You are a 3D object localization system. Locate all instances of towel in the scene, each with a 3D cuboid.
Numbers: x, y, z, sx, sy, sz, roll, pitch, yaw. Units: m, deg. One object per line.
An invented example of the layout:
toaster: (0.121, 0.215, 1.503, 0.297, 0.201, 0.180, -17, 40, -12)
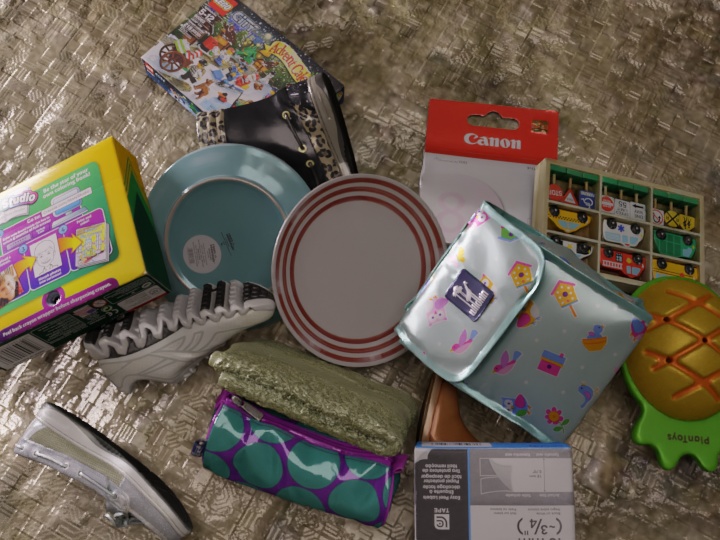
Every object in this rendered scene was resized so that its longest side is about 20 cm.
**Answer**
towel: (-0.041, 0.117, 0.914, 0.199, 0.148, 0.037, 23, 99, 7)

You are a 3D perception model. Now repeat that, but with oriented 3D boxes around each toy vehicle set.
toy vehicle set: (0.282, -0.042, 1.013, 0.199, 0.027, 0.125, 11, 70, -14)

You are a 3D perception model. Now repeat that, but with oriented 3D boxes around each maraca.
maraca: (0.328, 0.103, 0.948, 0.137, 0.107, 0.201, 3, 73, -5)

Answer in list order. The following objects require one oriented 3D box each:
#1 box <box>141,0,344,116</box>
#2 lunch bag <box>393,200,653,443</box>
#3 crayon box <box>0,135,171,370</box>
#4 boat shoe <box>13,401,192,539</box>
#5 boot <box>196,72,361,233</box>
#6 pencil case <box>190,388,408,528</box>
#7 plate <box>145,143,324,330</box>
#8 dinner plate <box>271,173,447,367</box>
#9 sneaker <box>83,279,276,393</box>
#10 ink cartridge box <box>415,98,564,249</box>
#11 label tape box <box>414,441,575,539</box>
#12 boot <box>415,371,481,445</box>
box: (-0.137, -0.224, 1.087, 0.200, 0.038, 0.137, 40, 75, 12)
lunch bag: (0.155, 0.048, 0.914, 0.200, 0.122, 0.171, 33, 104, 0)
crayon box: (-0.311, -0.018, 0.958, 0.200, 0.058, 0.173, -25, 62, 8)
boat shoe: (-0.251, 0.208, 0.913, 0.202, 0.074, 0.065, 33, 78, 14)
boot: (-0.081, -0.098, 1.006, 0.153, 0.074, 0.204, -12, 106, 6)
pencil case: (-0.058, 0.182, 0.915, 0.199, 0.093, 0.085, 18, 39, 3)
plate: (-0.137, -0.031, 0.972, 0.199, 0.026, 0.201, 1, 102, 5)
dinner plate: (0.000, 0.000, 0.968, 0.200, 0.024, 0.201, -2, 95, -24)
sneaker: (-0.177, 0.067, 0.950, 0.199, 0.075, 0.081, -17, 111, 7)
ink cartridge box: (0.148, -0.109, 1.051, 0.162, 0.057, 0.201, 6, 75, 1)
label tape box: (0.122, 0.260, 0.849, 0.144, 0.063, 0.201, -1, 84, 4)
boot: (0.134, 0.200, 0.920, 0.155, 0.077, 0.201, 1, 73, 0)
